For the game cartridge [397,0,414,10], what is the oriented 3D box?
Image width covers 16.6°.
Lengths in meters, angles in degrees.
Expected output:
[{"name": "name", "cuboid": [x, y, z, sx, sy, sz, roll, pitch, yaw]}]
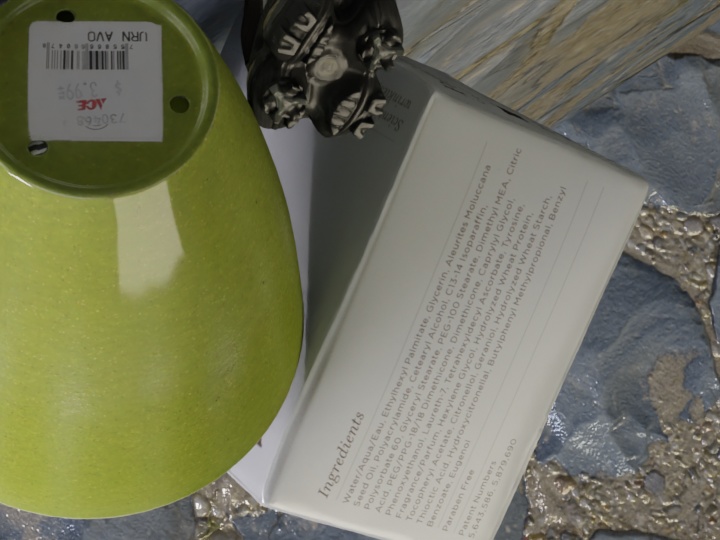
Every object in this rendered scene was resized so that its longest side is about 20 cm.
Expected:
[{"name": "game cartridge", "cuboid": [0.032, -0.172, 1.211, 0.133, 0.041, 0.200, -38, 176, 2]}]

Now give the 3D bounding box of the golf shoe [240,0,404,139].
[{"name": "golf shoe", "cuboid": [0.001, -0.153, 0.987, 0.077, 0.095, 0.200, 17, 119, -30]}]

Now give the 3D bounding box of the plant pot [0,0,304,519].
[{"name": "plant pot", "cuboid": [-0.107, -0.025, 0.970, 0.187, 0.187, 0.200, -33, 162, -19]}]

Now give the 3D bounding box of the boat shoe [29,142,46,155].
[{"name": "boat shoe", "cuboid": [-0.135, -0.039, 1.194, 0.071, 0.064, 0.200, -35, 176, 19]}]

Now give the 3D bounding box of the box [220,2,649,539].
[{"name": "box", "cuboid": [0.000, 0.000, 1.163, 0.199, 0.130, 0.201, 35, -77, 57]}]
